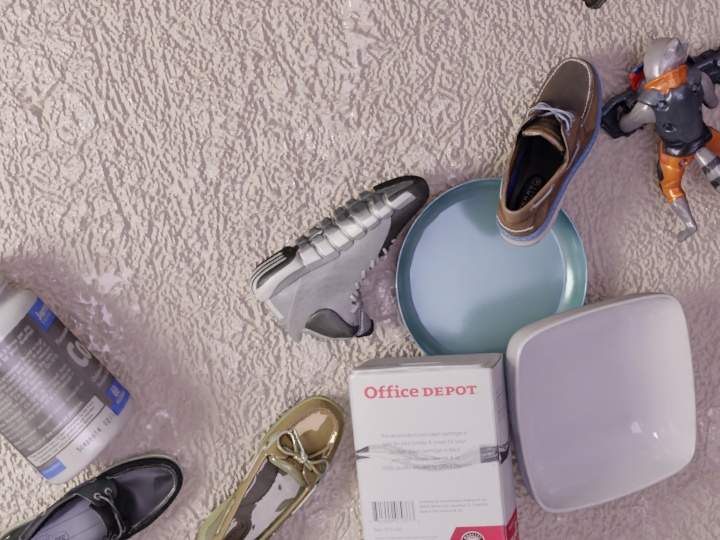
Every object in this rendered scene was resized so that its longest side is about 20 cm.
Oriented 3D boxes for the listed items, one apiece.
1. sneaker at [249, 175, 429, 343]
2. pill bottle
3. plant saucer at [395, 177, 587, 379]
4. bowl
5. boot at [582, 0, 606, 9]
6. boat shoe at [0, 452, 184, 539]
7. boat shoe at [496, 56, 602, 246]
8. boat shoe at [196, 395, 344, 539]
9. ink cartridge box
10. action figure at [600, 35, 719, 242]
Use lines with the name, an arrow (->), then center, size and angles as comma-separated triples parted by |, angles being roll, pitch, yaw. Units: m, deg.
sneaker -> 0.000, 0.000, 1.729 | 0.199, 0.075, 0.116 | -32, 106, 3
pill bottle -> -0.312, 0.091, 1.645 | 0.114, 0.114, 0.200 | -43, 103, -4
plant saucer -> 0.129, 0.008, 1.774 | 0.198, 0.027, 0.203 | -1, 96, -11
bowl -> 0.229, 0.124, 1.766 | 0.198, 0.075, 0.202 | -15, 108, -21
boot -> 0.163, -0.355, 1.712 | 0.172, 0.069, 0.203 | 0, 86, -21
boat shoe -> -0.257, 0.239, 1.697 | 0.197, 0.066, 0.075 | -21, 100, -9
boat shoe -> 0.185, -0.124, 1.722 | 0.071, 0.072, 0.202 | 14, 74, 16
boat shoe -> -0.084, 0.211, 1.732 | 0.073, 0.063, 0.201 | 43, 87, -13
ink cartridge box -> 0.073, 0.184, 1.727 | 0.143, 0.083, 0.203 | -3, 98, 15
action figure -> 0.344, -0.155, 1.765 | 0.199, 0.105, 0.194 | -34, 112, -3
